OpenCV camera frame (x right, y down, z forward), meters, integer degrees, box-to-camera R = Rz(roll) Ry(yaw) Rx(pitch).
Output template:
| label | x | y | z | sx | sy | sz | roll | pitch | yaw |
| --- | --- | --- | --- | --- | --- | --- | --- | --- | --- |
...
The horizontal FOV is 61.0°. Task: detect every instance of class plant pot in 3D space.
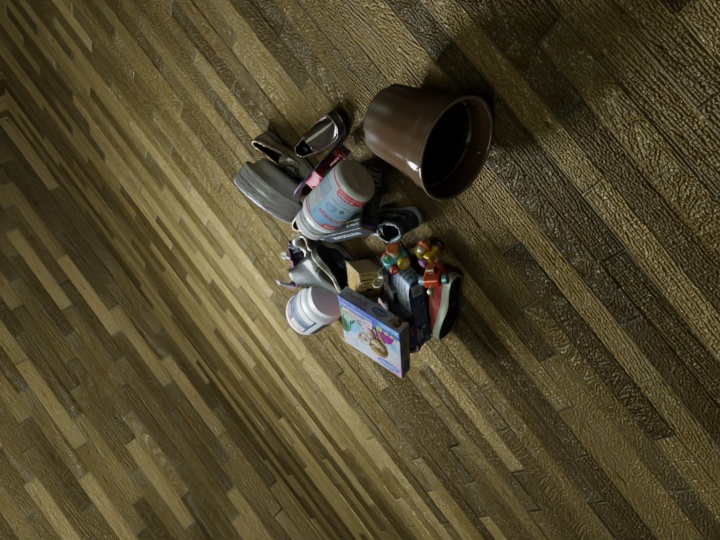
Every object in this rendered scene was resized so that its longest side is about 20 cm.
| label | x | y | z | sx | sy | sz | roll | pitch | yaw |
| --- | --- | --- | --- | --- | --- | --- | --- | --- | --- |
| plant pot | 0.122 | -0.269 | 1.202 | 0.198 | 0.199 | 0.202 | 35 | 142 | 39 |

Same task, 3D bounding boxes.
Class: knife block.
| label | x | y | z | sx | sy | sz | roll | pitch | yaw |
| --- | --- | --- | --- | --- | --- | --- | --- | --- | --- |
| knife block | 0.000 | 0.000 | 1.608 | 0.201 | 0.063 | 0.177 | 98 | 159 | -56 |

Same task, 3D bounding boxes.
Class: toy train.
| label | x | y | z | sx | sy | sz | roll | pitch | yaw |
| --- | --- | --- | --- | --- | --- | --- | --- | --- | --- |
| toy train | 0.117 | -0.017 | 1.423 | 0.198 | 0.151 | 0.056 | -1 | 138 | 32 |

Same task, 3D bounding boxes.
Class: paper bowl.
| label | x | y | z | sx | sy | sz | roll | pitch | yaw |
| --- | --- | --- | --- | --- | --- | --- | --- | --- | --- |
| paper bowl | -0.242 | -0.231 | 1.693 | 0.200 | 0.105 | 0.201 | 37 | -172 | -6 |

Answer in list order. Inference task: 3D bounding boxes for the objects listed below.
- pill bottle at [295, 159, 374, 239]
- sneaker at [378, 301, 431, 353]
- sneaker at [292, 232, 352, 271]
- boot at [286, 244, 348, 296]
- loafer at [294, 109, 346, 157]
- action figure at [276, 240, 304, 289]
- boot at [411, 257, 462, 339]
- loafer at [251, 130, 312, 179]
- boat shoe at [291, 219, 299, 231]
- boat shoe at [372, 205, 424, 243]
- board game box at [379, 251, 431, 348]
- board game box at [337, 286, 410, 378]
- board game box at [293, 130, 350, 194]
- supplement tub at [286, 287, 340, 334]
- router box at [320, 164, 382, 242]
| label | x | y | z | sx | sy | sz | roll | pitch | yaw |
| --- | --- | --- | --- | --- | --- | --- | --- | --- | --- |
| pill bottle | -0.064 | -0.158 | 1.420 | 0.109 | 0.109 | 0.200 | 53 | 130 | 3 |
| sneaker | 0.085 | 0.152 | 1.618 | 0.198 | 0.113 | 0.072 | 17 | 139 | 21 |
| sneaker | -0.111 | -0.046 | 1.765 | 0.199 | 0.079 | 0.079 | 35 | 140 | 25 |
| boot | -0.105 | 0.041 | 1.735 | 0.138 | 0.077 | 0.201 | -32 | 94 | 31 |
| loafer | -0.101 | -0.326 | 1.518 | 0.073 | 0.071 | 0.200 | 56 | 146 | -2 |
| action figure | -0.182 | -0.012 | 1.895 | 0.147 | 0.135 | 0.201 | 5 | 152 | -3 |
| boot | 0.173 | 0.065 | 1.521 | 0.144 | 0.072 | 0.202 | 29 | 132 | 34 |
| loafer | -0.218 | -0.309 | 1.683 | 0.200 | 0.063 | 0.072 | 41 | 143 | 20 |
| boat shoe | -0.128 | -0.153 | 1.704 | 0.072 | 0.064 | 0.200 | 56 | 146 | -2 |
| boat shoe | 0.058 | -0.108 | 1.490 | 0.199 | 0.091 | 0.071 | -9 | 112 | 54 |
| board game box | 0.094 | 0.058 | 1.552 | 0.200 | 0.061 | 0.202 | 46 | 155 | 51 |
| board game box | 0.037 | 0.159 | 1.558 | 0.199 | 0.041 | 0.201 | 30 | 148 | 29 |
| board game box | -0.078 | -0.243 | 1.453 | 0.039 | 0.200 | 0.158 | 42 | -172 | -6 |
| supplement tub | -0.134 | 0.108 | 1.867 | 0.141 | 0.140 | 0.200 | 54 | 146 | 0 |
| router box | -0.030 | -0.161 | 1.514 | 0.199 | 0.052 | 0.159 | -9 | 73 | 53 |
